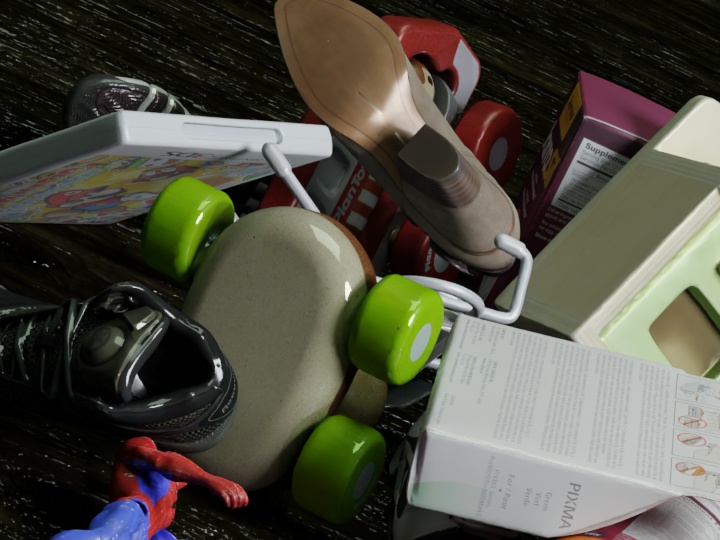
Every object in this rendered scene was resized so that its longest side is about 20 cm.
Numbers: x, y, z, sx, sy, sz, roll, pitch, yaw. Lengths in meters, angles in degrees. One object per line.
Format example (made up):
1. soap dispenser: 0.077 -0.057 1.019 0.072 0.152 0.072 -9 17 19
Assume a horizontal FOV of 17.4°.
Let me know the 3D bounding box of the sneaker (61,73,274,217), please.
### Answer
1. sneaker: -0.144 -0.086 1.601 0.200 0.076 0.115 32 3 -41

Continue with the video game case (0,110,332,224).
1. video game case: -0.148 -0.058 1.408 0.199 0.023 0.182 -14 -9 38

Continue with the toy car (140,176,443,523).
1. toy car: -0.027 0.045 1.320 0.164 0.158 0.200 25 6 20

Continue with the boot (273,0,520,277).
1. boot: 0.026 -0.078 1.481 0.200 0.070 0.146 52 -2 27

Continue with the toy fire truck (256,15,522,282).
1. toy fire truck: 0.014 -0.083 1.580 0.112 0.201 0.168 21 -13 29

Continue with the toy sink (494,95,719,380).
1. toy sink: 0.209 0.006 1.461 0.130 0.200 0.112 51 -12 -24

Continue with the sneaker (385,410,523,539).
1. sneaker: 0.061 0.117 1.314 0.074 0.089 0.200 22 21 -16

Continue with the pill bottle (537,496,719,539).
1. pill bottle: 0.142 0.172 1.236 0.109 0.110 0.200 31 20 15

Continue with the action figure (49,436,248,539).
1. action figure: -0.090 0.133 1.106 0.099 0.066 0.200 10 19 5

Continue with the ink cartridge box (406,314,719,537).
1. ink cartridge box: 0.132 0.092 1.223 0.199 0.050 0.161 15 22 3

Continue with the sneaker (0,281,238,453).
1. sneaker: -0.158 0.038 1.170 0.199 0.077 0.114 13 -20 0

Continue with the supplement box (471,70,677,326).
1. supplement box: 0.145 -0.019 1.593 0.085 0.201 0.110 23 20 -5

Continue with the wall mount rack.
1. wall mount rack: 0.000 0.000 1.403 0.173 0.075 0.200 18 -21 -13
